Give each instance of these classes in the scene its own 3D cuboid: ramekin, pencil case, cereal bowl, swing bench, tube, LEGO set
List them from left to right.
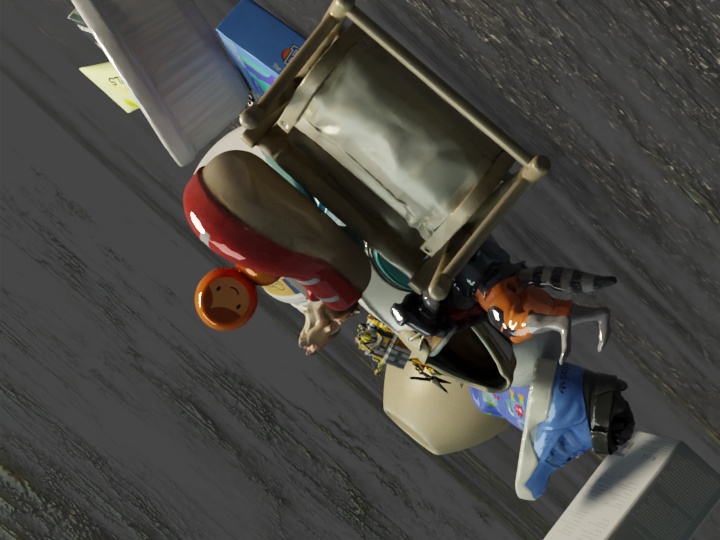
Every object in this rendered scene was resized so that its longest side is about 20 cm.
[{"bbox_3d":[-0.223,-0.206,1.732,0.199,0.052,0.059,-5,99,49],"label":"tube"},{"bbox_3d":[-0.184,-0.205,1.510,0.203,0.094,0.202,57,179,2],"label":"ramekin"},{"bbox_3d":[0.026,0.070,1.869,0.153,0.117,0.200,19,-169,-37],"label":"LEGO set"},{"bbox_3d":[0.019,-0.091,1.238,0.199,0.130,0.200,40,179,-3],"label":"swing bench"},{"bbox_3d":[0.118,0.055,1.688,0.200,0.083,0.200,40,170,8],"label":"cereal bowl"},{"bbox_3d":[0.198,0.151,1.817,0.200,0.077,0.088,26,130,63],"label":"pencil case"}]

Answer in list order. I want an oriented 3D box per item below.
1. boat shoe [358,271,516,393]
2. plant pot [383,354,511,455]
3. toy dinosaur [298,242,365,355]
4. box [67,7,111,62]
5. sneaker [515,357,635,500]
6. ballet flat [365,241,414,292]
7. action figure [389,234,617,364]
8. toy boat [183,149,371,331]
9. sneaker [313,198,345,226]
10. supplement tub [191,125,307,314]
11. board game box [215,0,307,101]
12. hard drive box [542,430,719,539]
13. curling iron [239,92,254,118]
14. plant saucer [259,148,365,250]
[{"bbox_3d":[0.072,0.049,1.542,0.199,0.075,0.069,31,-160,-20],"label":"boat shoe"},{"bbox_3d":[0.106,0.157,2.076,0.200,0.135,0.200,39,172,6],"label":"plant pot"},{"bbox_3d":[0.000,0.000,1.677,0.135,0.199,0.086,36,-146,-53],"label":"toy dinosaur"},{"bbox_3d":[-0.238,-0.241,1.855,0.159,0.046,0.200,47,169,-31],"label":"box"},{"bbox_3d":[0.221,0.174,1.652,0.110,0.077,0.201,10,133,8],"label":"sneaker"},{"bbox_3d":[0.059,-0.012,1.487,0.199,0.068,0.064,18,-170,-45],"label":"ballet flat"},{"bbox_3d":[0.127,0.003,1.385,0.193,0.105,0.200,29,-151,22],"label":"action figure"},{"bbox_3d":[-0.084,-0.007,1.309,0.130,0.131,0.200,40,179,24],"label":"toy boat"},{"bbox_3d":[-0.001,-0.062,1.559,0.200,0.082,0.074,40,151,1],"label":"sneaker"},{"bbox_3d":[-0.079,-0.054,1.781,0.144,0.145,0.200,30,167,50],"label":"supplement tub"},{"bbox_3d":[-0.027,-0.143,1.436,0.200,0.045,0.152,38,171,20],"label":"board game box"},{"bbox_3d":[0.276,0.273,1.701,0.077,0.200,0.156,41,172,-8],"label":"hard drive box"},{"bbox_3d":[-0.047,-0.127,1.658,0.199,0.026,0.050,34,133,20],"label":"curling iron"},{"bbox_3d":[-0.046,-0.074,1.588,0.070,0.019,0.201,-5,-117,-48],"label":"plant saucer"}]
